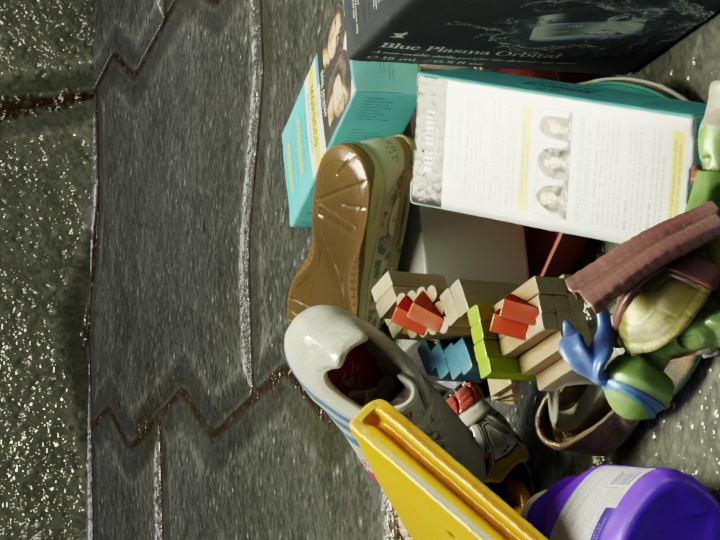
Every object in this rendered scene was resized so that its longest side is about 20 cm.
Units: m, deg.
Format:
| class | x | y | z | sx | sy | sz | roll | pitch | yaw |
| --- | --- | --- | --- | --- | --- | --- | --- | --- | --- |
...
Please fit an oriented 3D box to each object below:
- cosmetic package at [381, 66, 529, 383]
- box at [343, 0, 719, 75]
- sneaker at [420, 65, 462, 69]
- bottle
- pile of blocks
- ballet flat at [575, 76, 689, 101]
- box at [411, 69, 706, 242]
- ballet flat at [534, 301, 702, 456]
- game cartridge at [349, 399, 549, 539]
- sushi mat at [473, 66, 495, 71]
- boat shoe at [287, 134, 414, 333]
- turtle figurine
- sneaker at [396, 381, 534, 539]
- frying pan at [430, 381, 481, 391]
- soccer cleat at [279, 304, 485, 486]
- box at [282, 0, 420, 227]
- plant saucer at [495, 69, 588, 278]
| class | x | y | z | sx | sy | sz | roll | pitch | yaw |
| --- | --- | --- | --- | --- | --- | --- | --- | --- | --- |
| cosmetic package | 0.059 | -0.030 | 1.710 | 0.107 | 0.090 | 0.200 | 128 | 144 | -59 |
| box | 0.107 | -0.202 | 1.485 | 0.200 | 0.197 | 0.118 | 145 | 125 | -70 |
| sneaker | 0.082 | -0.201 | 1.781 | 0.200 | 0.082 | 0.075 | 112 | 154 | -51 |
| bottle | 0.153 | 0.161 | 1.502 | 0.084 | 0.065 | 0.200 | -56 | 11 | -12 |
| pile of blocks | 0.062 | 0.041 | 1.536 | 0.200 | 0.062 | 0.082 | 1 | 87 | 57 |
| ballet flat | 0.140 | -0.083 | 1.543 | 0.200 | 0.069 | 0.069 | 2 | 90 | 37 |
| box | 0.124 | -0.068 | 1.463 | 0.200 | 0.049 | 0.082 | 13 | 106 | 37 |
| ballet flat | 0.158 | 0.062 | 1.514 | 0.200 | 0.067 | 0.068 | 115 | 152 | -53 |
| game cartridge | 0.083 | 0.184 | 1.552 | 0.176 | 0.032 | 0.200 | 39 | 167 | 34 |
| sushi mat | 0.064 | -0.166 | 1.671 | 0.096 | 0.012 | 0.200 | 51 | -172 | -14 |
| boat shoe | 0.000 | 0.000 | 1.678 | 0.073 | 0.063 | 0.200 | 40 | 132 | 34 |
| turtle figurine | 0.218 | 0.006 | 1.303 | 0.144 | 0.200 | 0.194 | 57 | -127 | -79 |
| sneaker | 0.078 | 0.165 | 1.754 | 0.082 | 0.078 | 0.200 | 43 | 157 | 24 |
| frying pan | 0.059 | 0.079 | 1.885 | 0.115 | 0.190 | 0.031 | 19 | 80 | 31 |
| soccer cleat | 0.025 | 0.100 | 1.601 | 0.070 | 0.200 | 0.086 | -52 | 31 | -11 |
| box | -0.008 | -0.109 | 1.706 | 0.200 | 0.049 | 0.082 | 118 | 150 | -60 |
| plant saucer | 0.123 | -0.072 | 1.708 | 0.200 | 0.037 | 0.200 | 111 | 155 | -48 |
